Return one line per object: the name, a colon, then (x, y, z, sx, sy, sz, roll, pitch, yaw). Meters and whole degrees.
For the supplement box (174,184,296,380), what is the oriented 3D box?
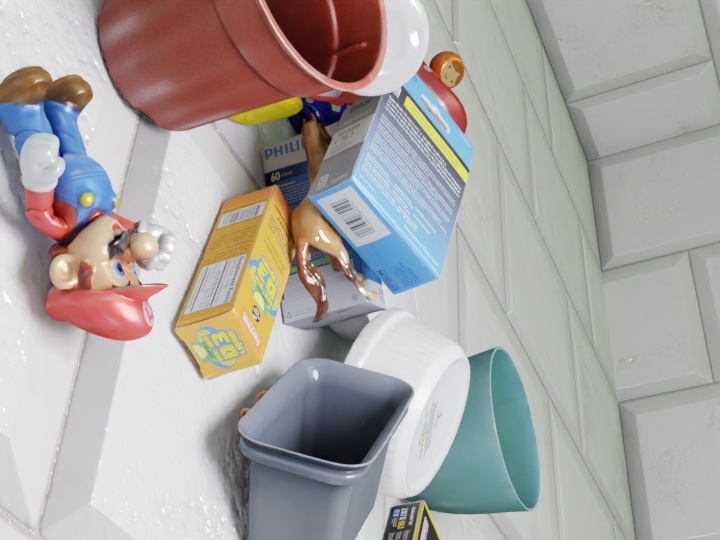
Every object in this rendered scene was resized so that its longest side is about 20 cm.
supplement box: (-0.110, 0.007, 1.020, 0.202, 0.068, 0.067, -76, 145, -50)

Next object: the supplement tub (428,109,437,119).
supplement tub: (0.038, -0.159, 1.324, 0.200, 0.105, 0.109, -20, 95, -77)

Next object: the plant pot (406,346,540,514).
plant pot: (0.121, 0.212, 1.370, 0.200, 0.158, 0.204, -14, 90, -71)

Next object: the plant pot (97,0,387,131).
plant pot: (-0.110, -0.222, 0.947, 0.200, 0.193, 0.204, 28, 54, -48)

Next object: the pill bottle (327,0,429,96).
pill bottle: (-0.011, -0.262, 1.109, 0.114, 0.112, 0.201, 62, -2, -32)

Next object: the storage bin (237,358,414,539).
storage bin: (-0.044, 0.184, 1.010, 0.200, 0.143, 0.137, -42, 143, -68)

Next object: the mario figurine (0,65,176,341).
mario figurine: (-0.186, -0.049, 0.784, 0.122, 0.106, 0.203, -18, 86, -36)

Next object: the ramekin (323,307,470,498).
ramekin: (0.044, 0.149, 1.174, 0.203, 0.093, 0.205, -49, 150, -42)

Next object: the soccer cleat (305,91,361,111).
soccer cleat: (0.002, -0.234, 1.216, 0.199, 0.068, 0.087, -26, 131, -48)

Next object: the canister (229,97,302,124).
canister: (-0.123, -0.264, 1.127, 0.148, 0.085, 0.204, 6, 73, -77)

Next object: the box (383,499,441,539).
box: (0.067, 0.397, 1.267, 0.201, 0.049, 0.162, -67, 141, -59)

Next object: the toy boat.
toy boat: (0.088, -0.260, 1.503, 0.201, 0.129, 0.131, 57, -19, 23)

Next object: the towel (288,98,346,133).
towel: (-0.033, -0.209, 1.400, 0.202, 0.049, 0.149, -80, 151, -48)

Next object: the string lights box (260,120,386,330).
string lights box: (-0.042, -0.048, 1.188, 0.059, 0.101, 0.204, 24, 55, -64)

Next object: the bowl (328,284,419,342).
bowl: (0.000, 0.000, 1.313, 0.200, 0.073, 0.204, 26, 53, -66)

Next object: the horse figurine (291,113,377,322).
horse figurine: (-0.025, -0.052, 1.096, 0.132, 0.050, 0.202, 40, 50, -28)

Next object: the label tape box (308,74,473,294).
label tape box: (0.038, -0.100, 1.106, 0.143, 0.065, 0.202, 47, 40, -27)
